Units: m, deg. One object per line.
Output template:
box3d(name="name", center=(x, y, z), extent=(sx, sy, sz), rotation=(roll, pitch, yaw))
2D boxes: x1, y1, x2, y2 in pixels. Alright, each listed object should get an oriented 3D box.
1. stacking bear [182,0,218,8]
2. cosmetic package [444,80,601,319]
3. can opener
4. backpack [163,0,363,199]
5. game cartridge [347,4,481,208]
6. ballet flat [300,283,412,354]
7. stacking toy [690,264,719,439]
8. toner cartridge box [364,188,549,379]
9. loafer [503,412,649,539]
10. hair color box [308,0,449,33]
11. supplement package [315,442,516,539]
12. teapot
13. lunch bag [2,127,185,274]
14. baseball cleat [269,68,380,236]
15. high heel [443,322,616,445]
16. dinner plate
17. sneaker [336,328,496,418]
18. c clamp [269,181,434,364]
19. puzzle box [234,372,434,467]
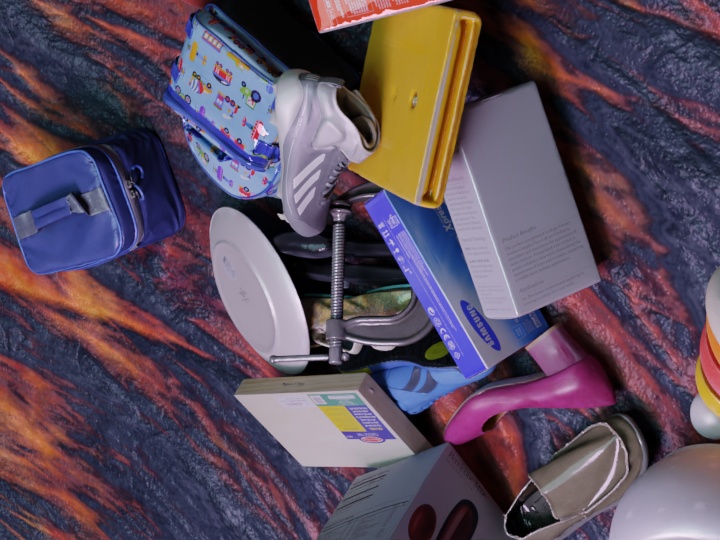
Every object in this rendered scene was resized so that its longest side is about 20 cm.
box3d(name="stacking bear", center=(-0.125, -0.368, 1.586), extent=(0.200, 0.121, 0.114), rotation=(-43, 77, 33))
box3d(name="cosmetic package", center=(0.140, -0.064, 1.490), extent=(0.074, 0.101, 0.201), rotation=(-7, 103, 67))
box3d(name="can opener", center=(0.006, -0.009, 1.655), extent=(0.199, 0.079, 0.064), rotation=(8, 105, 26))
box3d(name="backpack", center=(-0.114, -0.163, 1.640), extent=(0.183, 0.134, 0.200), rotation=(44, 132, 17))
box3d(name="game cartridge", center=(0.045, -0.163, 1.485), extent=(0.200, 0.032, 0.177), rotation=(-143, 63, -67))
box3d(name="ballet flat", center=(0.008, 0.054, 1.668), extent=(0.199, 0.071, 0.071), rotation=(-5, 104, 43))
box3d(name="stacking toy", center=(0.346, 0.087, 1.407), extent=(0.146, 0.146, 0.200), rotation=(42, 148, 17))
box3d(name="toner cartridge box", center=(0.095, -0.004, 1.559), extent=(0.201, 0.095, 0.043), rotation=(59, 146, 2))
box3d(name="loafer", center=(0.209, 0.215, 1.569), extent=(0.075, 0.069, 0.200), rotation=(56, 133, 25))
box3d(name="hair color box", center=(0.058, -0.276, 1.440), extent=(0.199, 0.102, 0.062), rotation=(-10, 109, 22))
box3d(name="supplement package", center=(0.058, 0.324, 1.626), extent=(0.147, 0.200, 0.192), rotation=(-27, 107, 41))
box3d(name="teapot", center=(0.326, 0.223, 1.447), extent=(0.199, 0.147, 0.198), rotation=(6, 142, 19))
box3d(name="lunch bag", center=(-0.308, -0.075, 1.827), extent=(0.199, 0.132, 0.137), rotation=(-15, 98, 41))
box3d(name="baseball cleat", center=(-0.032, -0.101, 1.524), extent=(0.106, 0.070, 0.201), rotation=(12, 141, 19))
box3d(name="high heel", center=(0.163, 0.144, 1.587), extent=(0.096, 0.067, 0.200), rotation=(53, 131, 12))
box3d(name="dinner plate", center=(-0.119, 0.026, 1.741), extent=(0.200, 0.024, 0.201), rotation=(44, 147, 38))
box3d(name="sneaker", center=(0.068, 0.111, 1.658), extent=(0.199, 0.066, 0.079), rotation=(-9, 120, 38))
box3d(name="c clamp", center=(0.000, 0.000, 1.600), extent=(0.170, 0.027, 0.201), rotation=(4, 78, 14))
box3d(name="puzzle box", center=(-0.029, 0.164, 1.722), extent=(0.199, 0.025, 0.133), rotation=(-6, 134, 45))
